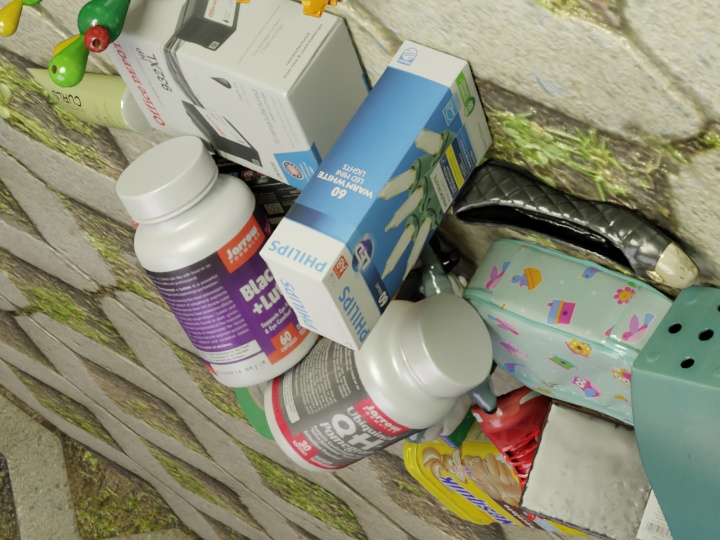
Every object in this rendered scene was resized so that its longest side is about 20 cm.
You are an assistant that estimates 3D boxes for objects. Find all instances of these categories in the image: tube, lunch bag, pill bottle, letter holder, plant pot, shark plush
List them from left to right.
[{"bbox_3d":[-0.256,-0.164,1.604,0.199,0.052,0.059,15,113,53],"label":"tube"},{"bbox_3d":[-0.121,-0.009,1.392,0.111,0.111,0.201,10,138,48],"label":"pill bottle"},{"bbox_3d":[0.017,0.092,1.400,0.111,0.111,0.199,40,137,-19],"label":"pill bottle"},{"bbox_3d":[0.067,0.054,1.454,0.091,0.082,0.202,-104,5,-65],"label":"shark plush"},{"bbox_3d":[0.190,0.062,1.380,0.199,0.077,0.161,22,156,33],"label":"lunch bag"},{"bbox_3d":[0.258,0.198,1.476,0.198,0.101,0.142,17,176,16],"label":"letter holder"},{"bbox_3d":[0.297,0.114,1.263,0.141,0.142,0.201,12,144,46],"label":"plant pot"}]

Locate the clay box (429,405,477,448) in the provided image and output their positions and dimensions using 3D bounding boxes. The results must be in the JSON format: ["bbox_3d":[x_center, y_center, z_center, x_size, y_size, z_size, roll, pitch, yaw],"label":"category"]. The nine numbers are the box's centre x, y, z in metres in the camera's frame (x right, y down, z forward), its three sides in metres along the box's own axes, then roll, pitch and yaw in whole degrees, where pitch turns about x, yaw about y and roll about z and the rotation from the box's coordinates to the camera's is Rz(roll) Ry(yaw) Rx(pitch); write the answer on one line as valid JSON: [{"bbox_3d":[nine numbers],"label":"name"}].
[{"bbox_3d":[0.018,0.119,1.649,0.115,0.048,0.199,44,158,-24],"label":"clay box"}]

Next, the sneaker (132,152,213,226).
[{"bbox_3d":[-0.155,-0.069,1.560,0.067,0.108,0.201,47,160,-1],"label":"sneaker"}]

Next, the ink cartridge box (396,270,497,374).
[{"bbox_3d":[0.052,0.057,1.613,0.104,0.060,0.200,40,160,-18],"label":"ink cartridge box"}]

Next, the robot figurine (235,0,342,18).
[{"bbox_3d":[-0.083,-0.258,1.096,0.144,0.058,0.200,16,154,38],"label":"robot figurine"}]

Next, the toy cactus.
[{"bbox_3d":[-0.198,-0.234,1.242,0.163,0.201,0.103,-4,146,-14],"label":"toy cactus"}]

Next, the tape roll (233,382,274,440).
[{"bbox_3d":[-0.067,0.066,1.635,0.048,0.203,0.200,0,179,-31],"label":"tape roll"}]

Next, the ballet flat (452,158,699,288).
[{"bbox_3d":[0.163,-0.026,1.252,0.199,0.057,0.067,24,159,26],"label":"ballet flat"}]

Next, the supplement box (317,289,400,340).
[{"bbox_3d":[0.000,0.000,1.450,0.066,0.069,0.201,8,144,-10],"label":"supplement box"}]

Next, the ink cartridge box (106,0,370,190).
[{"bbox_3d":[-0.097,-0.155,1.318,0.199,0.084,0.145,23,158,28],"label":"ink cartridge box"}]

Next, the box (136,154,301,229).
[{"bbox_3d":[-0.092,-0.044,1.491,0.198,0.046,0.159,-7,145,15],"label":"box"}]

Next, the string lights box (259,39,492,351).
[{"bbox_3d":[0.015,-0.055,1.203,0.059,0.201,0.103,22,158,28],"label":"string lights box"}]

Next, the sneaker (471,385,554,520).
[{"bbox_3d":[0.167,0.173,1.560,0.200,0.078,0.116,19,-129,-70],"label":"sneaker"}]

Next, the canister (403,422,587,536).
[{"bbox_3d":[0.158,0.217,1.781,0.148,0.087,0.199,43,157,-25],"label":"canister"}]
